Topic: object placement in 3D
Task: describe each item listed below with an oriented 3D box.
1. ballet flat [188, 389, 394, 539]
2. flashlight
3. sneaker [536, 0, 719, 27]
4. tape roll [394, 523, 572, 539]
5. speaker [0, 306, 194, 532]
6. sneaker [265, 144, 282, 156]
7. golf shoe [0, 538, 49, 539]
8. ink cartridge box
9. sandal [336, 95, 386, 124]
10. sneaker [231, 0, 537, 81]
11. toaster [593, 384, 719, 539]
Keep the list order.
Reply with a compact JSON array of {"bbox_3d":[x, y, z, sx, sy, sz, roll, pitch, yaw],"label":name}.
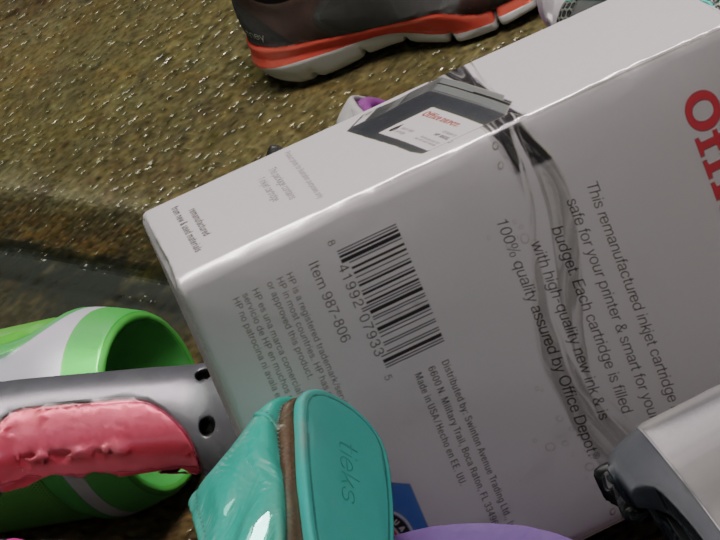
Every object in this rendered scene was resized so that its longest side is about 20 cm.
[{"bbox_3d":[-0.019,0.116,0.785,0.070,0.067,0.201,-47,25,23],"label":"ballet flat"},{"bbox_3d":[-0.084,0.067,0.996,0.198,0.069,0.068,-6,7,-2],"label":"flashlight"},{"bbox_3d":[0.162,-0.098,1.091,0.199,0.078,0.092,-16,49,30],"label":"sneaker"},{"bbox_3d":[0.014,0.175,0.802,0.199,0.085,0.201,-23,32,15],"label":"tape roll"},{"bbox_3d":[-0.163,0.068,1.107,0.199,0.089,0.089,-12,36,30],"label":"speaker"},{"bbox_3d":[0.000,0.000,1.082,0.200,0.090,0.076,-132,55,-75],"label":"sneaker"},{"bbox_3d":[-0.102,0.133,0.985,0.092,0.073,0.199,-32,34,-29],"label":"golf shoe"},{"bbox_3d":[0.049,0.012,0.913,0.199,0.145,0.084,-25,21,-5],"label":"ink cartridge box"},{"bbox_3d":[0.046,-0.048,1.086,0.202,0.082,0.050,32,106,58],"label":"sandal"},{"bbox_3d":[0.022,-0.152,1.261,0.199,0.082,0.077,-20,33,19],"label":"sneaker"},{"bbox_3d":[0.159,0.085,0.779,0.129,0.114,0.200,-28,29,-2],"label":"toaster"}]
